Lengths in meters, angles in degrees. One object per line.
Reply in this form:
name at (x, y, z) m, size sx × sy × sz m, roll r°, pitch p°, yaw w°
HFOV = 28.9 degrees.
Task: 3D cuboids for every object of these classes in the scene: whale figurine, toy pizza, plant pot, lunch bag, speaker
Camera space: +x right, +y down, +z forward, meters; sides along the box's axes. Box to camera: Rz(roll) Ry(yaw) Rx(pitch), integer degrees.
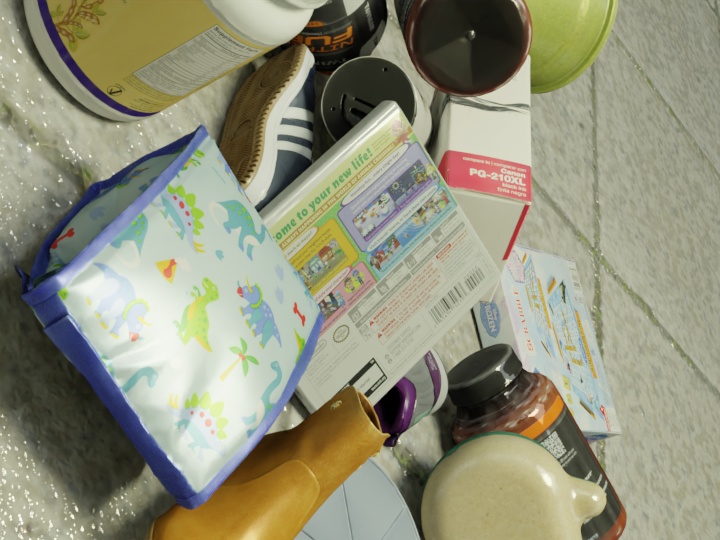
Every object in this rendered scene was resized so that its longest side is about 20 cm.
whale figurine at (0.138, 0.226, 1.169) m, size 0.200 × 0.159 × 0.104 m, roll 50°, pitch 8°, yaw -4°
toy pizza at (-0.013, 0.226, 1.029) m, size 0.200 × 0.032 × 0.202 m, roll 33°, pitch 48°, yaw -46°
plant pot at (0.145, -0.305, 1.518) m, size 0.183 × 0.200 × 0.202 m, roll 4°, pitch 66°, yaw -44°
lunch bag at (-0.124, 0.032, 0.892) m, size 0.171 × 0.127 × 0.200 m, roll 56°, pitch 22°, yaw -18°
speaker at (0.018, -0.132, 1.207) m, size 0.200 × 0.081 × 0.082 m, roll -4°, pitch 72°, yaw -83°

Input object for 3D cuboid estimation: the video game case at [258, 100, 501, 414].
video game case at (0.000, 0.000, 1.093) m, size 0.200 × 0.022 × 0.183 m, roll -43°, pitch 116°, yaw -18°

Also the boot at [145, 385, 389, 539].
boot at (-0.051, 0.136, 0.867) m, size 0.071 × 0.144 × 0.201 m, roll 52°, pitch 10°, yaw -7°

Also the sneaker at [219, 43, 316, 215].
sneaker at (-0.056, -0.089, 1.140) m, size 0.109 × 0.070 × 0.201 m, roll 47°, pitch 39°, yaw -29°

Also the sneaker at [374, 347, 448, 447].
sneaker at (0.007, 0.043, 1.151) m, size 0.201 × 0.074 × 0.087 m, roll 62°, pitch 35°, yaw -9°

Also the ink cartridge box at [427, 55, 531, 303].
ink cartridge box at (0.104, -0.096, 1.315) m, size 0.084 × 0.145 × 0.201 m, roll 10°, pitch 49°, yaw -6°

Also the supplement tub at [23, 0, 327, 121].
supplement tub at (-0.122, -0.206, 0.983) m, size 0.145 × 0.199 × 0.146 m, roll 37°, pitch 41°, yaw -40°

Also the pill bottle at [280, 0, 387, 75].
pill bottle at (-0.032, -0.238, 1.194) m, size 0.200 × 0.105 × 0.107 m, roll 65°, pitch 11°, yaw -72°

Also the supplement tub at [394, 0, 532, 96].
supplement tub at (0.085, -0.231, 1.226) m, size 0.107 × 0.107 × 0.200 m, roll 53°, pitch 13°, yaw -22°

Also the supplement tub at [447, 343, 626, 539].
supplement tub at (0.152, 0.167, 1.263) m, size 0.201 × 0.106 × 0.107 m, roll 60°, pitch 31°, yaw -12°

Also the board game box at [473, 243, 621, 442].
board game box at (0.188, 0.076, 1.446) m, size 0.199 × 0.041 × 0.201 m, roll 13°, pitch 60°, yaw -55°
